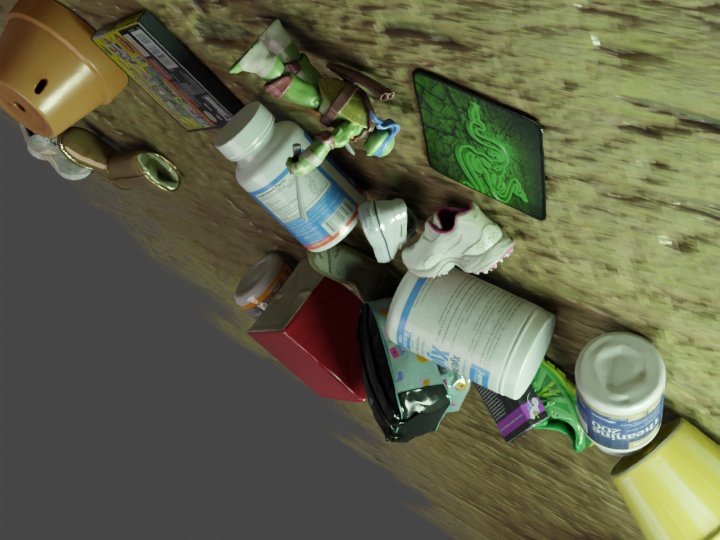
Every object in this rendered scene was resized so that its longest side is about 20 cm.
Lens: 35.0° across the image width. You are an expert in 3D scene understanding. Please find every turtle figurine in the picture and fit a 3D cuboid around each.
[{"bbox_3d":[-0.069,-0.174,1.305,0.194,0.144,0.200,44,157,-12],"label":"turtle figurine"}]

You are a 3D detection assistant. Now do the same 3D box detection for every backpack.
[{"bbox_3d":[0.073,0.132,1.692,0.176,0.153,0.200,96,152,-65],"label":"backpack"}]

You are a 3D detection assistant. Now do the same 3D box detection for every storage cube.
[{"bbox_3d":[-0.046,0.092,1.875,0.180,0.171,0.200,42,161,-16],"label":"storage cube"}]

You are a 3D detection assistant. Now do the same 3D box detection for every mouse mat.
[{"bbox_3d":[0.134,-0.135,1.261,0.161,0.008,0.200,28,161,23],"label":"mouse mat"}]

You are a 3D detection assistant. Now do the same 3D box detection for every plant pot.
[{"bbox_3d":[0.448,0.309,1.541,0.189,0.201,0.201,50,163,6],"label":"plant pot"},{"bbox_3d":[-0.472,-0.295,1.717,0.200,0.140,0.200,30,161,12],"label":"plant pot"}]

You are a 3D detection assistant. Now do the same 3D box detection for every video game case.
[{"bbox_3d":[-0.267,-0.273,1.595,0.200,0.026,0.181,44,160,-27],"label":"video game case"}]

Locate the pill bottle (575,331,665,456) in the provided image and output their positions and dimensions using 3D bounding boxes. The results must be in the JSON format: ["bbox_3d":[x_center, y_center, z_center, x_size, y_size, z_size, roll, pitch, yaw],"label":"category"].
[{"bbox_3d":[0.337,0.170,1.484,0.111,0.111,0.200,27,160,25],"label":"pill bottle"}]

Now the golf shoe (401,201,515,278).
[{"bbox_3d":[0.110,-0.043,1.447,0.092,0.075,0.200,54,151,-17],"label":"golf shoe"}]

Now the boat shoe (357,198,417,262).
[{"bbox_3d":[0.045,-0.054,1.511,0.200,0.067,0.074,23,-127,-83],"label":"boat shoe"}]

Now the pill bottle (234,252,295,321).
[{"bbox_3d":[-0.119,0.071,2.039,0.200,0.117,0.116,42,161,-21],"label":"pill bottle"}]

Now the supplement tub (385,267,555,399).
[{"bbox_3d":[0.148,0.076,1.542,0.200,0.132,0.132,25,159,20],"label":"supplement tub"}]

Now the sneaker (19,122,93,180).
[{"bbox_3d":[-0.574,-0.238,2.149,0.200,0.076,0.092,23,154,29],"label":"sneaker"}]

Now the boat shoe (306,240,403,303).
[{"bbox_3d":[-0.001,0.001,1.746,0.201,0.072,0.066,31,-165,-28],"label":"boat shoe"}]

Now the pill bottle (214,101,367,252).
[{"bbox_3d":[-0.094,-0.127,1.513,0.200,0.112,0.112,45,160,-23],"label":"pill bottle"}]

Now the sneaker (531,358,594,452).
[{"bbox_3d":[0.270,0.187,1.675,0.200,0.084,0.074,40,165,16],"label":"sneaker"}]

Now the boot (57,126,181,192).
[{"bbox_3d":[-0.422,-0.198,1.999,0.175,0.066,0.200,32,167,-31],"label":"boot"}]

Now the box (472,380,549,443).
[{"bbox_3d":[0.195,0.145,1.663,0.200,0.036,0.143,60,165,12],"label":"box"}]
